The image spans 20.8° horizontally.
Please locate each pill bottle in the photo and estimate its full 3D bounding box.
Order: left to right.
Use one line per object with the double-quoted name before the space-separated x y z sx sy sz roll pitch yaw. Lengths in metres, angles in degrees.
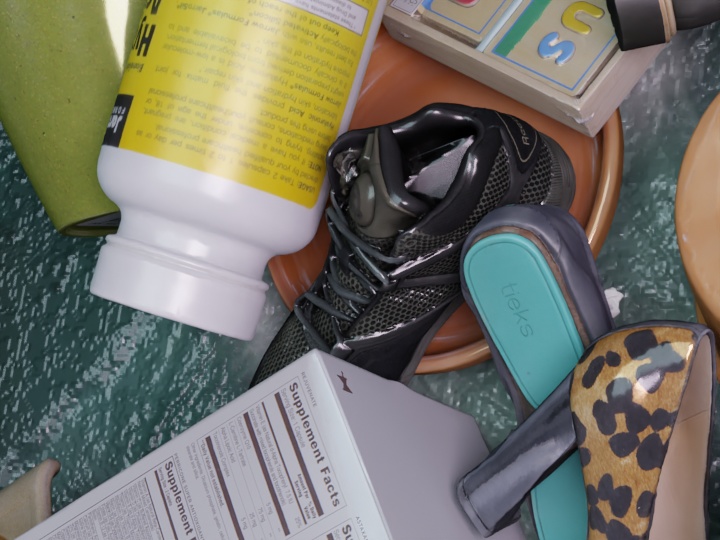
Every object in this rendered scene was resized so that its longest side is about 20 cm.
"pill bottle" -0.060 -0.073 0.928 0.111 0.111 0.201 15 87 34

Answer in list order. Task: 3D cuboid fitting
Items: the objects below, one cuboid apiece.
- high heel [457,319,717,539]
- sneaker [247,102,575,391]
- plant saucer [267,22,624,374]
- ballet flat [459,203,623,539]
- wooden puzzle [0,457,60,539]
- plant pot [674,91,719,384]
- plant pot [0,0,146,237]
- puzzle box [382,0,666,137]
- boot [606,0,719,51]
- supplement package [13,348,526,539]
"high heel" 0.142 0.121 0.793 0.200 0.071 0.143 48 128 8
"sneaker" 0.000 0.000 0.895 0.199 0.114 0.076 -45 55 14
"plant saucer" 0.041 -0.044 0.973 0.199 0.037 0.201 -10 70 28
"ballet flat" 0.100 0.061 0.871 0.073 0.073 0.201 -14 104 27
"wooden puzzle" -0.218 0.212 0.994 0.185 0.046 0.201 -34 46 37
"plant pot" 0.215 -0.014 0.794 0.199 0.140 0.201 -11 68 28
"plant pot" -0.128 -0.124 1.035 0.186 0.187 0.201 -12 84 28
"puzzle box" 0.116 -0.169 0.946 0.133 0.025 0.200 30 76 34
"boot" 0.167 -0.195 0.890 0.138 0.078 0.201 -11 63 6
"supplement package" -0.035 0.162 0.881 0.200 0.152 0.151 -33 61 19
